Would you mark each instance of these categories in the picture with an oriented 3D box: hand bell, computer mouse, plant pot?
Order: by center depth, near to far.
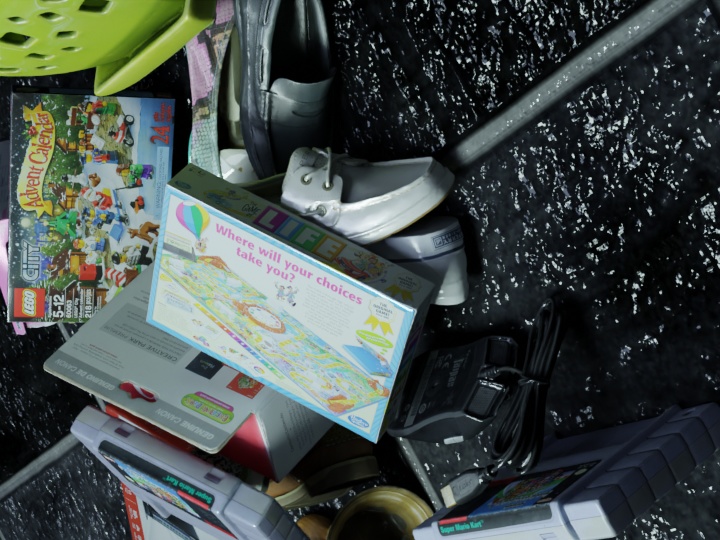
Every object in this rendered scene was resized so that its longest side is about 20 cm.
[{"bbox_3d":[0.078,0.109,1.063,0.046,0.141,0.200,31,148,-21],"label":"computer mouse"},{"bbox_3d":[-0.205,-0.247,1.111,0.199,0.181,0.201,-23,57,55],"label":"plant pot"},{"bbox_3d":[-0.019,0.231,1.306,0.200,0.104,0.105,-9,104,66],"label":"hand bell"}]

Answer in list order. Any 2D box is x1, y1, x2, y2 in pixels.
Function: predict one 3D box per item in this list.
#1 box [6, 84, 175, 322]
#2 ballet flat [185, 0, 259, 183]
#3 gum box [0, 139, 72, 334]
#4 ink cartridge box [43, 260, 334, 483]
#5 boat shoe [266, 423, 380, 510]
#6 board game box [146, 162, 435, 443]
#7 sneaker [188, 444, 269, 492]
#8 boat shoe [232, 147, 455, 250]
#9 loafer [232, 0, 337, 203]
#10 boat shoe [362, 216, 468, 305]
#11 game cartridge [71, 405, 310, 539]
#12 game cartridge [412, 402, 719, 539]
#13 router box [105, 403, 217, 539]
[{"bbox_3d":[-0.232,-0.055,1.304,0.038,0.136,0.201,-130,43,-68],"label":"box"},{"bbox_3d":[-0.097,-0.120,1.175,0.071,0.069,0.201,6,106,28],"label":"ballet flat"},{"bbox_3d":[-0.302,-0.037,1.418,0.200,0.066,0.114,-108,7,-62],"label":"gum box"},{"bbox_3d":[-0.120,0.079,1.212,0.199,0.176,0.084,21,141,35],"label":"ink cartridge box"},{"bbox_3d":[-0.042,0.162,1.300,0.200,0.072,0.068,-34,68,56],"label":"boat shoe"},{"bbox_3d":[-0.055,0.024,1.085,0.199,0.034,0.135,27,132,13],"label":"board game box"},{"bbox_3d":[-0.131,0.103,1.315,0.200,0.088,0.077,-111,33,-45],"label":"sneaker"},{"bbox_3d":[-0.031,-0.054,1.082,0.199,0.071,0.070,-14,114,28],"label":"boat shoe"},{"bbox_3d":[-0.051,-0.136,1.112,0.070,0.068,0.201,25,127,53],"label":"loafer"},{"bbox_3d":[0.000,0.000,1.127,0.200,0.073,0.066,2,110,53],"label":"boat shoe"},{"bbox_3d":[-0.126,0.178,1.184,0.199,0.038,0.130,20,161,34],"label":"game cartridge"},{"bbox_3d":[0.131,0.140,0.993,0.200,0.129,0.039,-24,91,55],"label":"game cartridge"},{"bbox_3d":[-0.172,0.239,1.527,0.179,0.049,0.201,21,127,45],"label":"router box"}]
